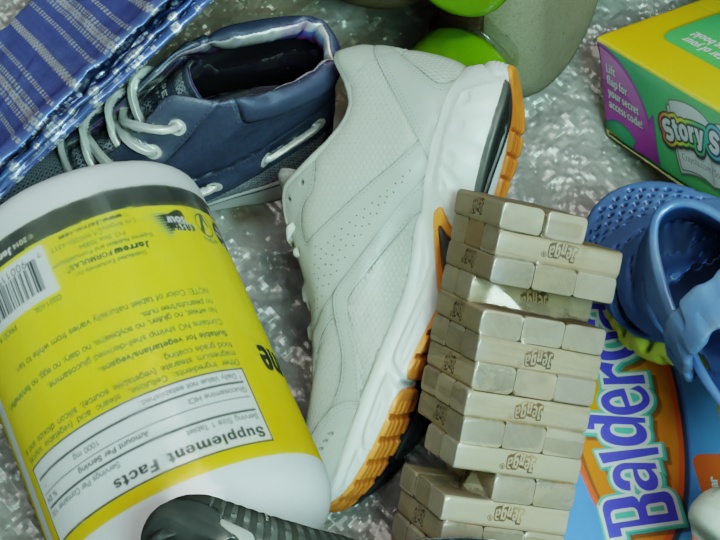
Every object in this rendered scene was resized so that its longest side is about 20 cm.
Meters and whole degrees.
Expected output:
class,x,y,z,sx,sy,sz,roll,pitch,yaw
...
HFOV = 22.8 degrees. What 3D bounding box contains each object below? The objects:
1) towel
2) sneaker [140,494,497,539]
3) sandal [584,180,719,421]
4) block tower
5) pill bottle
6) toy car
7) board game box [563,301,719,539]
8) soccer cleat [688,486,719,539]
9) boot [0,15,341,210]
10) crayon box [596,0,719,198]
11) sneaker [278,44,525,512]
class,x,y,z,sx,sy,sz,roll,pitch,yaw
towel,-0.123,-0.103,0.760,0.200,0.145,0.024,-43,119,-3
sneaker,0.017,0.126,0.632,0.199,0.067,0.091,28,33,-2
sandal,0.136,0.004,0.688,0.079,0.087,0.200,-34,27,-1
block tower,0.051,0.074,0.697,0.054,0.058,0.202,10,95,-17
pill bottle,-0.080,0.066,0.711,0.112,0.113,0.201,-19,68,-15
toy car,0.019,-0.179,0.833,0.199,0.158,0.164,28,52,20
board game box,0.159,0.061,0.779,0.198,0.045,0.153,0,64,-7
soccer cleat,0.202,0.121,0.696,0.200,0.069,0.078,34,93,-31
boot,-0.103,-0.057,0.781,0.199,0.090,0.073,-21,68,-16
crayon box,0.229,-0.076,0.792,0.172,0.059,0.200,-21,31,-15
sneaker,0.000,0.000,0.758,0.091,0.076,0.201,19,89,16
